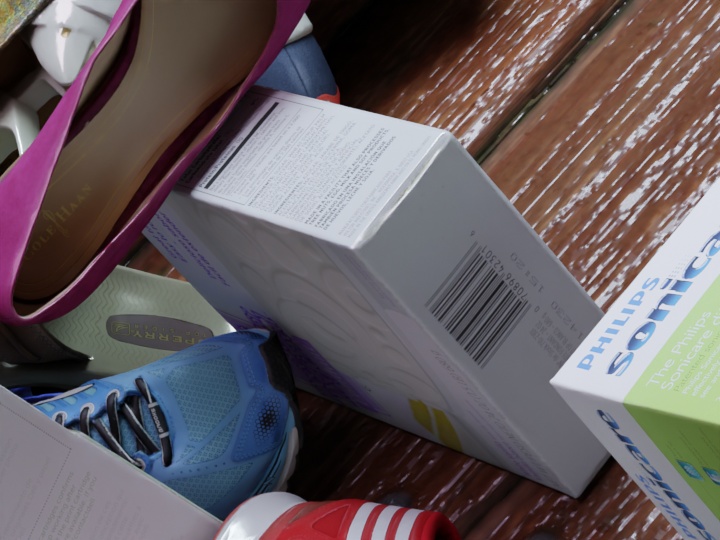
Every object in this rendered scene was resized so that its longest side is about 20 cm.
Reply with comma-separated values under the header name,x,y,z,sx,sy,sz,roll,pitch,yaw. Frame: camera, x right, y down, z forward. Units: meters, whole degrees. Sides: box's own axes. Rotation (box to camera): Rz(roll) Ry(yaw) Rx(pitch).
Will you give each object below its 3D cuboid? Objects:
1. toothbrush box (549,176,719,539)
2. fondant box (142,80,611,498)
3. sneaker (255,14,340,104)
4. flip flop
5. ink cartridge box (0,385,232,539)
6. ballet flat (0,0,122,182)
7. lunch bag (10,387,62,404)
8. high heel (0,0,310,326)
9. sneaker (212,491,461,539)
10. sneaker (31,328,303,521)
name,x,y,z,sx,sy,sz,roll,pitch,yaw
toothbrush box,0.175,0.020,0.867,0.146,0.086,0.200,-50,28,-17
fondant box,0.000,0.000,1.086,0.058,0.144,0.200,-51,33,-13
sneaker,-0.062,-0.054,1.301,0.075,0.085,0.200,-29,2,-21
flip flop,-0.132,0.015,1.180,0.058,0.199,0.081,116,158,-51
ink cartridge box,-0.138,0.117,1.010,0.048,0.200,0.146,6,66,49
ballet flat,-0.126,-0.063,1.113,0.200,0.071,0.071,-46,31,6
lunch bag,-0.219,0.036,1.294,0.170,0.128,0.200,-27,25,21
high heel,-0.065,-0.063,1.030,0.200,0.067,0.096,-54,20,10
sneaker,-0.026,0.152,0.990,0.115,0.078,0.200,-10,44,42
sneaker,-0.109,0.082,1.133,0.200,0.090,0.079,-30,65,26
